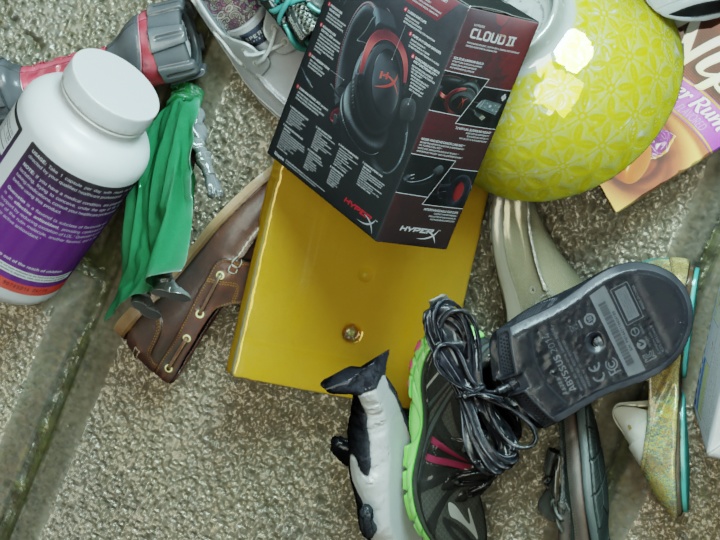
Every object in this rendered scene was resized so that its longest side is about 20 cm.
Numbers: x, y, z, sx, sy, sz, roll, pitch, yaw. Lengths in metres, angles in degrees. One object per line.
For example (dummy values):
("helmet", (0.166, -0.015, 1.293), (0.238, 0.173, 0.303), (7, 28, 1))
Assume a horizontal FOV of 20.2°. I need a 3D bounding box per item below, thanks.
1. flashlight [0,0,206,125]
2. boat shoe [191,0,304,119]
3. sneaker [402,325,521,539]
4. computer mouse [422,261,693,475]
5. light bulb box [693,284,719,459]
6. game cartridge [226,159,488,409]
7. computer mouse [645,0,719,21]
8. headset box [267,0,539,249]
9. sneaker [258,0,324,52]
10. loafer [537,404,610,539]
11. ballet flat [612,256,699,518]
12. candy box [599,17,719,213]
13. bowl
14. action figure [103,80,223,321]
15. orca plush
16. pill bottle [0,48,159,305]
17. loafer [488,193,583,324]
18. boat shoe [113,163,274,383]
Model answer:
("flashlight", (-0.225, -0.163, 1.618), (0.198, 0.068, 0.068), (-12, 92, 9))
("boat shoe", (-0.081, -0.191, 1.592), (0.072, 0.069, 0.201), (-33, 89, 10))
("sneaker", (0.082, 0.139, 1.570), (0.083, 0.077, 0.202), (10, 115, 31))
("computer mouse", (0.152, 0.055, 1.519), (0.199, 0.053, 0.139), (-22, 92, -5))
("light bulb box", (0.327, 0.039, 1.482), (0.124, 0.200, 0.200), (13, 97, 6))
("game cartridge", (0.000, 0.000, 1.584), (0.175, 0.032, 0.202), (12, 95, -17))
("computer mouse", (0.299, -0.228, 1.485), (0.198, 0.044, 0.111), (-12, 78, -16))
("headset box", (0.031, -0.139, 1.446), (0.148, 0.075, 0.201), (38, 114, 43))
("sneaker", (-0.046, -0.215, 1.534), (0.199, 0.092, 0.078), (32, 126, -22))
("loafer", (0.164, 0.201, 1.589), (0.062, 0.072, 0.202), (-7, 96, 15))
("ballet flat", (0.227, 0.090, 1.571), (0.070, 0.071, 0.202), (2, 89, 9))
("candy box", (0.250, -0.145, 1.552), (0.199, 0.056, 0.117), (-32, 88, 8))
("bowl", (0.128, -0.162, 1.494), (0.199, 0.108, 0.202), (-14, 58, 23))
("action figure", (-0.148, -0.064, 1.584), (0.118, 0.054, 0.201), (-25, 49, 46))
("orca plush", (-0.002, 0.148, 1.585), (0.071, 0.201, 0.106), (11, 55, 30))
("pill bottle", (-0.239, -0.074, 1.577), (0.112, 0.112, 0.200), (42, 120, 3))
("loafer", (0.141, 0.007, 1.576), (0.068, 0.076, 0.202), (-7, 103, 8))
("boat shoe", (-0.109, 0.003, 1.613), (0.070, 0.070, 0.200), (46, 108, 10))
